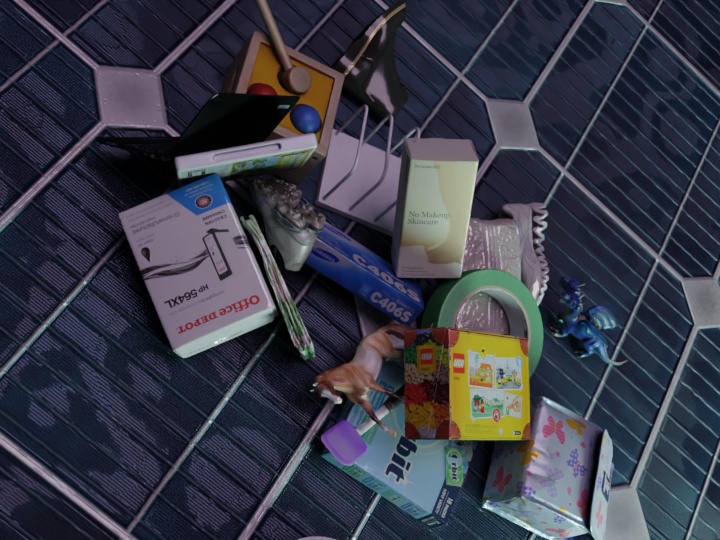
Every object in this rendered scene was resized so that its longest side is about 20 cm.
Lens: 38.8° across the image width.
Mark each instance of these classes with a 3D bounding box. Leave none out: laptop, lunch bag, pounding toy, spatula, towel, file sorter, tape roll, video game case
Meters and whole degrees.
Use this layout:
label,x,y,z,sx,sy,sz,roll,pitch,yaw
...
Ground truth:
label,x,y,z,sx,sy,sz,roll,pitch,yaw
laptop,-0.218,-0.202,1.370,0.177,0.200,0.103,-11,114,-56
lunch bag,0.300,0.305,1.529,0.200,0.127,0.170,32,58,-22
pounding toy,-0.125,-0.274,1.528,0.184,0.142,0.200,23,59,-20
spatula,0.024,0.202,1.421,0.200,0.021,0.057,-34,82,-37
towel,0.196,0.015,1.620,0.132,0.034,0.200,1,86,-31
file sorter,0.054,-0.149,1.588,0.200,0.125,0.139,21,59,-20
tape roll,0.188,0.098,1.565,0.200,0.048,0.201,1,87,-29
towel,-0.112,0.027,1.408,0.023,0.153,0.200,-25,81,-4
video game case,-0.159,-0.146,1.385,0.182,0.200,0.023,-11,89,-9

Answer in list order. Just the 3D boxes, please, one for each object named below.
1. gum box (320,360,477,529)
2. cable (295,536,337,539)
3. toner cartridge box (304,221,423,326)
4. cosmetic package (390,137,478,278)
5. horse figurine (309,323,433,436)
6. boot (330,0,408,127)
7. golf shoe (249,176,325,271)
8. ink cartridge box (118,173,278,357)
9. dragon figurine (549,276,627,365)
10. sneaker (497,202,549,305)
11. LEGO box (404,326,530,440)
label,x,y,z,sx,sy,sz,roll,pitch,yaw
gum box,0.064,0.243,1.465,0.200,0.045,0.170,34,55,-11
cable,-0.055,0.440,1.295,0.200,0.069,0.200,-24,81,-35
toner cartridge box,0.000,0.000,1.510,0.200,0.043,0.095,33,18,-14
cosmetic package,0.106,-0.089,1.496,0.105,0.200,0.071,-1,33,-6
horse figurine,0.027,0.138,1.429,0.132,0.050,0.200,32,51,5
boot,0.047,-0.345,1.711,0.138,0.077,0.200,43,67,-12
golf shoe,-0.120,-0.070,1.459,0.078,0.097,0.200,7,23,-24
ink cartridge box,-0.213,-0.005,1.359,0.146,0.084,0.200,-24,80,-6
dragon figurine,0.383,0.096,1.683,0.200,0.099,0.059,41,55,-8
sneaker,0.266,-0.023,1.695,0.081,0.075,0.200,8,62,-11
LEGO box,0.152,0.162,1.429,0.200,0.077,0.149,11,75,-47
